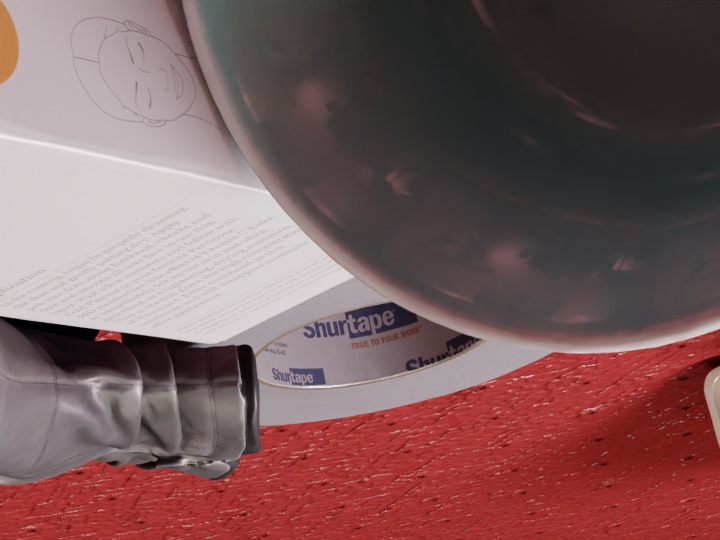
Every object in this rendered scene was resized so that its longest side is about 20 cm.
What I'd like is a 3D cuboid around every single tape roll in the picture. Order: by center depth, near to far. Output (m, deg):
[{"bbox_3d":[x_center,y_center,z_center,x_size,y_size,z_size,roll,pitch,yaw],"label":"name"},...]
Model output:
[{"bbox_3d":[0.000,0.000,0.925,0.199,0.067,0.200,-11,162,-4],"label":"tape roll"}]

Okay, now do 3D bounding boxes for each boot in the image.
[{"bbox_3d":[-0.096,0.038,0.803,0.131,0.070,0.200,0,172,-8],"label":"boot"}]

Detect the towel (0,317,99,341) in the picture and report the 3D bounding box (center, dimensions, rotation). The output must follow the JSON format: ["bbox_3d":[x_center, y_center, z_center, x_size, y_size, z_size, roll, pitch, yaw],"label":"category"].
[{"bbox_3d":[-0.190,0.002,0.845,0.198,0.050,0.148,-5,163,-17],"label":"towel"}]

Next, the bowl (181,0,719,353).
[{"bbox_3d":[0.065,-0.089,0.563,0.200,0.202,0.105,-22,179,27],"label":"bowl"}]

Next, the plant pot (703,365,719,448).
[{"bbox_3d":[0.330,0.130,1.339,0.199,0.201,0.177,-17,172,14],"label":"plant pot"}]

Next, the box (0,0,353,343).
[{"bbox_3d":[-0.084,-0.062,0.599,0.097,0.125,0.199,-26,157,35],"label":"box"}]
